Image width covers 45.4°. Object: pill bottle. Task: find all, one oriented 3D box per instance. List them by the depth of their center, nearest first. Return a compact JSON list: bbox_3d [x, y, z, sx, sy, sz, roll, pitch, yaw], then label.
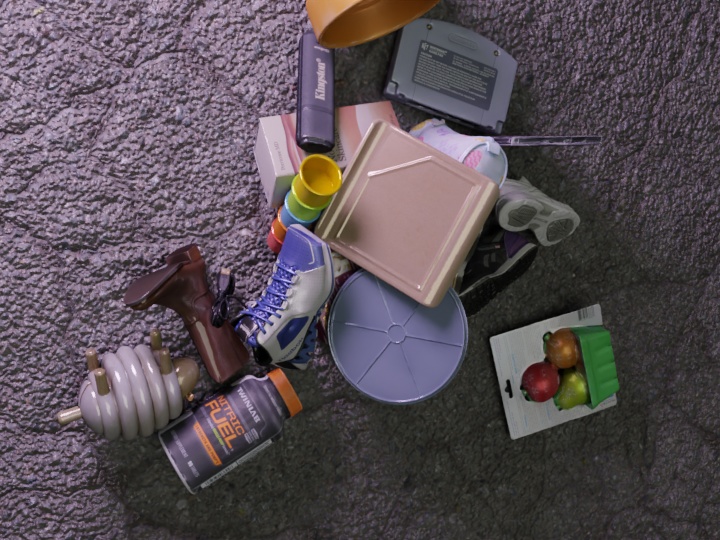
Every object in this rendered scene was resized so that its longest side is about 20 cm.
[{"bbox_3d":[-0.182,0.222,1.241,0.198,0.106,0.108,-32,108,-13],"label":"pill bottle"}]

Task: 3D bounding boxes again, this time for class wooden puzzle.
[{"bbox_3d":[0.061,-0.077,1.156,0.198,0.037,0.187,30,94,10],"label":"wooden puzzle"}]

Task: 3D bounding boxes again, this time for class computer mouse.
[{"bbox_3d":[-0.147,0.087,1.239,0.043,0.111,0.200,-32,126,16],"label":"computer mouse"}]

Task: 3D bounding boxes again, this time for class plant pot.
[{"bbox_3d":[0.000,-0.432,1.165,0.197,0.200,0.186,-22,89,-15],"label":"plant pot"}]

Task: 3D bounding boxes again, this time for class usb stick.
[{"bbox_3d":[-0.061,-0.248,1.190,0.054,0.033,0.203,6,59,-12],"label":"usb stick"}]

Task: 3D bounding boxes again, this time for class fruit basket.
[{"bbox_3d":[0.323,0.168,1.440,0.196,0.094,0.189,-16,104,-1],"label":"fruit basket"}]

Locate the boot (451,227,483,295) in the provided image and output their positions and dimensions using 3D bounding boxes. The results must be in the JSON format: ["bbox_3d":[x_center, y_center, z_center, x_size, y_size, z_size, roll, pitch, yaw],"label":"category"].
[{"bbox_3d":[0.080,-0.017,1.218,0.136,0.077,0.204,18,95,-8],"label":"boot"}]

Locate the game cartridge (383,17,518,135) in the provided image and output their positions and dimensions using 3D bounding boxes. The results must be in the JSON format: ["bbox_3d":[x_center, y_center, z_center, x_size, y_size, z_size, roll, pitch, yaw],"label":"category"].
[{"bbox_3d":[0.139,-0.298,1.299,0.197,0.041,0.136,16,80,-18],"label":"game cartridge"}]

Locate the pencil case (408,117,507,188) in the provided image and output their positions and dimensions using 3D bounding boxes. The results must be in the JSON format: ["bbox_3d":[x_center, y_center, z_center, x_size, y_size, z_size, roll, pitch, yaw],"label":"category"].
[{"bbox_3d":[0.134,-0.162,1.247,0.083,0.200,0.091,33,94,-28],"label":"pencil case"}]

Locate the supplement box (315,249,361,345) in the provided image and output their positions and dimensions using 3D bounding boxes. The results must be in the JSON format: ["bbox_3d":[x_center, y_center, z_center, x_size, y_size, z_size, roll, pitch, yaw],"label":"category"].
[{"bbox_3d":[0.000,0.000,1.272,0.197,0.103,0.133,-25,107,-16],"label":"supplement box"}]

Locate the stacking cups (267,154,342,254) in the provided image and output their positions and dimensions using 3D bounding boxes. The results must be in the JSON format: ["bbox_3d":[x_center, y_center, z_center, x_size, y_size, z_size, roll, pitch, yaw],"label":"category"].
[{"bbox_3d":[-0.085,-0.077,1.173,0.059,0.200,0.062,10,60,-18],"label":"stacking cups"}]

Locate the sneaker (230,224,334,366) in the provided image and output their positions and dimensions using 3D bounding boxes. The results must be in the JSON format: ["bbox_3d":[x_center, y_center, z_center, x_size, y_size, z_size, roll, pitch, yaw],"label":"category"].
[{"bbox_3d":[-0.106,0.049,1.140,0.114,0.080,0.203,-15,126,-45],"label":"sneaker"}]

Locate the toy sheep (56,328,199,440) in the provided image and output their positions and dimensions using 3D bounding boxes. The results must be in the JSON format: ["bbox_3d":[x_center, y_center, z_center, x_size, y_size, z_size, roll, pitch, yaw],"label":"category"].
[{"bbox_3d":[-0.313,0.164,1.171,0.197,0.137,0.141,-14,103,-21],"label":"toy sheep"}]

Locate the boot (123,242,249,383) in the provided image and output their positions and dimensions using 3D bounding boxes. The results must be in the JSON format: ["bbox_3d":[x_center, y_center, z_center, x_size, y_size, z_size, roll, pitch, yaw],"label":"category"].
[{"bbox_3d":[-0.228,0.084,1.176,0.063,0.187,0.203,-13,108,24],"label":"boot"}]

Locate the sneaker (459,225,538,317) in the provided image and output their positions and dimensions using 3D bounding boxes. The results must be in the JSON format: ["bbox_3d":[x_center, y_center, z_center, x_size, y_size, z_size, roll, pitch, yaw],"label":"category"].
[{"bbox_3d":[0.182,-0.002,1.336,0.199,0.087,0.077,-32,150,-35],"label":"sneaker"}]

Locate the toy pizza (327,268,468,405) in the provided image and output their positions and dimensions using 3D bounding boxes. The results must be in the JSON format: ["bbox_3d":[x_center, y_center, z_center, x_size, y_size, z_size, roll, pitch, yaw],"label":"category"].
[{"bbox_3d":[0.052,0.085,1.197,0.196,0.032,0.205,1,97,10],"label":"toy pizza"}]

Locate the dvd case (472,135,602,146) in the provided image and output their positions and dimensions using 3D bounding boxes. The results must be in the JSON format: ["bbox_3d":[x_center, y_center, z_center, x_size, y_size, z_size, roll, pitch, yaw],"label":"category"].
[{"bbox_3d":[0.239,-0.192,1.276,0.146,0.200,0.016,-4,100,-19],"label":"dvd case"}]

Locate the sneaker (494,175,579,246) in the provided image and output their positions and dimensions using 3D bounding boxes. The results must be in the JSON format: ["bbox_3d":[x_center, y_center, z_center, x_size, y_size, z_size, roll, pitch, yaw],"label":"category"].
[{"bbox_3d":[0.275,-0.107,1.371,0.198,0.100,0.078,19,126,-44],"label":"sneaker"}]

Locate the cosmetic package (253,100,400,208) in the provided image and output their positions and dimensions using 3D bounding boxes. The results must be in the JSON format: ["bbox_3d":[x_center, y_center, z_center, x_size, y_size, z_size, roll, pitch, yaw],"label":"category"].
[{"bbox_3d":[-0.043,-0.165,1.219,0.196,0.088,0.105,-12,68,-18],"label":"cosmetic package"}]
